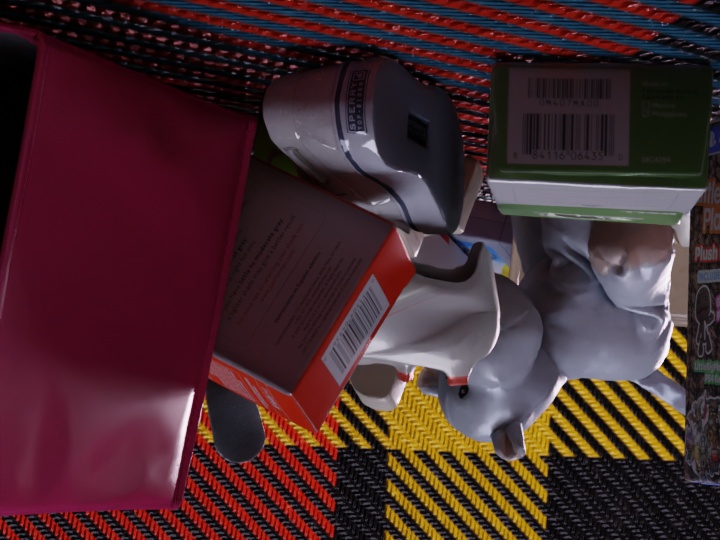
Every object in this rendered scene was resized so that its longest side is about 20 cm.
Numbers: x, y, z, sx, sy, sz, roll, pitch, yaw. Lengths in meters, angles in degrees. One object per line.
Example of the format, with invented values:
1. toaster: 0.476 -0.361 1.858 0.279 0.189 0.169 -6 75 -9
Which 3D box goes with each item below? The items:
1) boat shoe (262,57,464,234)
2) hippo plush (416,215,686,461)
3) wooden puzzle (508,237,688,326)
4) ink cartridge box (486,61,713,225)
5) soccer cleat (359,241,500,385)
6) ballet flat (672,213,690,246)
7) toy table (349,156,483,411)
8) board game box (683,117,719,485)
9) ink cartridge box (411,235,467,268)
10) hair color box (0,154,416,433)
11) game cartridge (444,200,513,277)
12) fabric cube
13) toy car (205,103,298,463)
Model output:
1. boat shoe: -0.005 -0.060 1.037 0.086 0.075 0.202 1 174 17
2. hippo plush: 0.105 0.028 1.286 0.161 0.200 0.159 -29 -138 -13
3. wooden puzzle: 0.209 -0.017 1.494 0.199 0.037 0.185 1 149 1
4. ink cartridge box: 0.119 -0.062 1.036 0.103 0.060 0.200 2 177 6
5. soccer cleat: -0.025 0.017 1.071 0.199 0.078 0.069 1 -165 -7
6. ballet flat: 0.218 -0.041 1.279 0.067 0.064 0.200 1 176 23
7. toy table: 0.000 0.000 1.333 0.117 0.184 0.200 10 163 25
8. board game box: 0.269 0.019 1.107 0.159 0.201 0.097 3 176 -15
9. ink cartridge box: -0.022 0.004 1.605 0.200 0.085 0.145 0 146 42
10. hair color box: -0.085 -0.011 1.017 0.200 0.102 0.061 27 165 21
11. game cartridge: 0.087 -0.016 1.626 0.200 0.041 0.133 7 154 33
12. fabric cube: -0.189 -0.005 0.905 0.199 0.197 0.199 10 180 22
13. toy car: -0.099 0.007 1.159 0.164 0.201 0.158 2 176 11
